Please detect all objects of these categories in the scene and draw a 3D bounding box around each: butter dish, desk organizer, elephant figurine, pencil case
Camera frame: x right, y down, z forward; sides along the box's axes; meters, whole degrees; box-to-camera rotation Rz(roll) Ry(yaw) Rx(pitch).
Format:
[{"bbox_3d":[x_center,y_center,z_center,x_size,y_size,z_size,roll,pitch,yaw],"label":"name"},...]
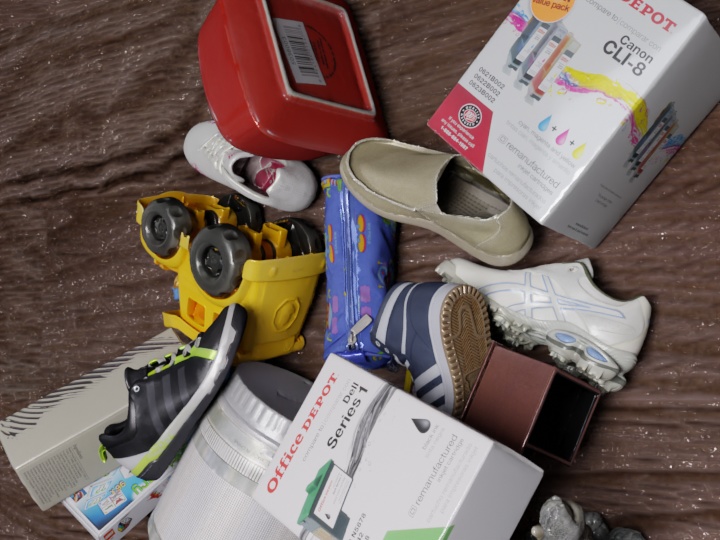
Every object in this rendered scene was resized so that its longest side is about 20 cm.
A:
[{"bbox_3d":[-0.090,-0.185,0.988,0.147,0.199,0.202,-28,70,36],"label":"butter dish"},{"bbox_3d":[0.118,0.171,0.823,0.077,0.071,0.202,18,83,54],"label":"desk organizer"},{"bbox_3d":[0.148,0.259,0.770,0.141,0.199,0.157,-20,74,27],"label":"elephant figurine"},{"bbox_3d":[0.000,0.000,0.961,0.077,0.087,0.202,-3,80,10],"label":"pencil case"}]

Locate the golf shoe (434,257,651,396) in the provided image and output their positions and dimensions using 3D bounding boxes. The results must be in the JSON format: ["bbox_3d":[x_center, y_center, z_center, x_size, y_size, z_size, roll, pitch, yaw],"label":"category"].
[{"bbox_3d":[0.164,0.025,0.880,0.199,0.078,0.098,30,81,26],"label":"golf shoe"}]

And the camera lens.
[{"bbox_3d":[-0.101,0.211,0.952,0.159,0.160,0.201,34,101,30],"label":"camera lens"}]

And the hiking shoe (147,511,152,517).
[{"bbox_3d":[-0.258,0.239,1.074,0.199,0.100,0.077,18,107,35],"label":"hiking shoe"}]

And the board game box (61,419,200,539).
[{"bbox_3d":[-0.230,0.181,1.040,0.126,0.035,0.200,34,60,30],"label":"board game box"}]

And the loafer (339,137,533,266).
[{"bbox_3d":[0.068,-0.077,0.889,0.199,0.069,0.076,26,61,21],"label":"loafer"}]

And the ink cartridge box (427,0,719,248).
[{"bbox_3d":[0.190,-0.147,0.832,0.145,0.144,0.201,45,105,28],"label":"ink cartridge box"}]

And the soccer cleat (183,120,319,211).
[{"bbox_3d":[-0.132,-0.122,1.059,0.199,0.086,0.070,25,96,32],"label":"soccer cleat"}]

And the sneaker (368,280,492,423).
[{"bbox_3d":[0.066,0.104,0.889,0.108,0.070,0.202,12,111,52],"label":"sneaker"}]

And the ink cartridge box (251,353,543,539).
[{"bbox_3d":[0.023,0.172,0.787,0.199,0.084,0.147,22,81,47],"label":"ink cartridge box"}]

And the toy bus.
[{"bbox_3d":[-0.146,0.025,1.037,0.199,0.135,0.194,26,113,33],"label":"toy bus"}]

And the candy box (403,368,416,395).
[{"bbox_3d":[0.080,0.189,0.924,0.101,0.026,0.202,5,86,28],"label":"candy box"}]

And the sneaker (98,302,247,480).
[{"bbox_3d":[-0.181,0.107,0.920,0.082,0.072,0.201,32,98,-7],"label":"sneaker"}]

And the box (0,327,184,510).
[{"bbox_3d":[-0.255,0.148,0.995,0.199,0.083,0.068,-29,49,-19],"label":"box"}]
